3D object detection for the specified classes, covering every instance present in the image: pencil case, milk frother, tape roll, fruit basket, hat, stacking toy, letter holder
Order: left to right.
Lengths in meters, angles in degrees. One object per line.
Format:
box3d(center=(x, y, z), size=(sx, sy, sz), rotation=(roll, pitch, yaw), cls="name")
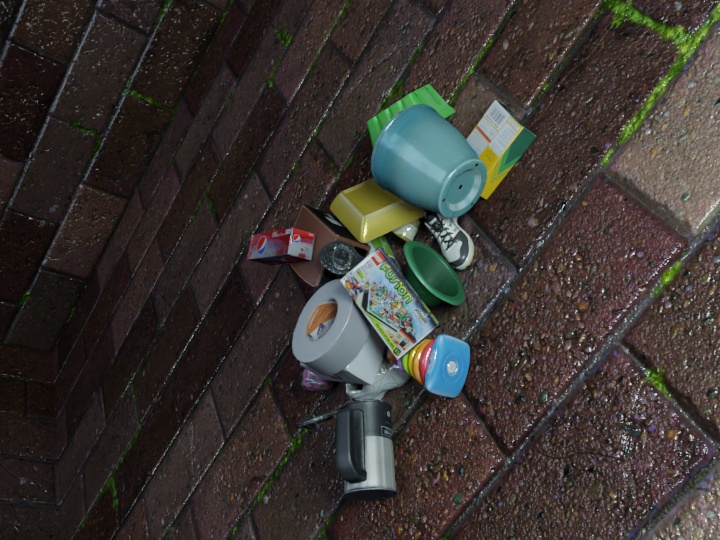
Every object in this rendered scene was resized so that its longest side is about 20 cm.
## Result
box3d(center=(-0.104, 0.200, 1.780), size=(0.087, 0.087, 0.203), rotation=(-21, 59, 46), cls="pencil case")
box3d(center=(-0.086, -0.044, 1.667), size=(0.200, 0.100, 0.144), rotation=(42, 110, 52), cls="letter holder")
box3d(center=(-0.061, 0.120, 1.521), size=(0.199, 0.066, 0.202), rotation=(-36, 36, 31), cls="tape roll")
box3d(center=(-0.034, 0.389, 1.514), size=(0.199, 0.179, 0.191), rotation=(-28, 52, 38), cls="milk frother")
box3d(center=(0.108, 0.057, 1.500), size=(0.176, 0.198, 0.167), rotation=(-43, 54, 26), cls="hat")
box3d(center=(0.130, -0.311, 1.696), size=(0.213, 0.155, 0.219), rotation=(21, 127, 30), cls="fruit basket")
box3d(center=(0.119, 0.182, 1.463), size=(0.198, 0.109, 0.118), rotation=(8, 80, 51), cls="stacking toy")

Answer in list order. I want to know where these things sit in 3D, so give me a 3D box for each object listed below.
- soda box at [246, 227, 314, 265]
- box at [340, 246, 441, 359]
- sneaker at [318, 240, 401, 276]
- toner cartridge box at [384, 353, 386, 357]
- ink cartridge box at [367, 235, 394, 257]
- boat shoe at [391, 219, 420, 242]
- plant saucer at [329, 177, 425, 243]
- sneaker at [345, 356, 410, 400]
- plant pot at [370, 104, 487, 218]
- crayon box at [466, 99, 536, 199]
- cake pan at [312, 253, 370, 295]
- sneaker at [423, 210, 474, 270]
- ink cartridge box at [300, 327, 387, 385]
box3d(center=(-0.190, -0.055, 1.668), size=(0.199, 0.069, 0.065), rotation=(-4, 75, 53), cls="soda box")
box3d(center=(0.059, 0.065, 1.418), size=(0.110, 0.035, 0.201), rotation=(-40, 75, 10), cls="box")
box3d(center=(0.000, 0.000, 1.517), size=(0.198, 0.091, 0.077), rotation=(21, 73, 23), cls="sneaker")
box3d(center=(0.033, 0.158, 1.635), size=(0.201, 0.043, 0.096), rotation=(-51, 44, 33), cls="toner cartridge box")
box3d(center=(0.017, 0.013, 1.715), size=(0.148, 0.075, 0.202), rotation=(-49, 42, 26), cls="ink cartridge box")
box3d(center=(0.082, -0.131, 1.708), size=(0.067, 0.074, 0.200), rotation=(-52, 41, 6), cls="boat shoe")
box3d(center=(0.045, -0.164, 1.661), size=(0.197, 0.049, 0.200), rotation=(-24, 37, -14), cls="plant saucer")
box3d(center=(0.045, 0.235, 1.571), size=(0.200, 0.080, 0.071), rotation=(-46, 41, 28), cls="sneaker")
box3d(center=(0.153, -0.210, 1.466), size=(0.188, 0.199, 0.202), rotation=(44, 109, 36), cls="plant pot")
box3d(center=(0.271, -0.248, 1.520), size=(0.201, 0.051, 0.126), rotation=(-52, 39, 22), cls="crayon box")
box3d(center=(-0.052, 0.008, 1.712), size=(0.199, 0.036, 0.204), rotation=(-27, 54, 44), cls="cake pan")
box3d(center=(0.179, -0.086, 1.537), size=(0.076, 0.087, 0.202), rotation=(-45, 44, 27), cls="sneaker")
box3d(center=(-0.033, 0.169, 1.584), size=(0.199, 0.084, 0.146), rotation=(-5, 57, 53), cls="ink cartridge box")
